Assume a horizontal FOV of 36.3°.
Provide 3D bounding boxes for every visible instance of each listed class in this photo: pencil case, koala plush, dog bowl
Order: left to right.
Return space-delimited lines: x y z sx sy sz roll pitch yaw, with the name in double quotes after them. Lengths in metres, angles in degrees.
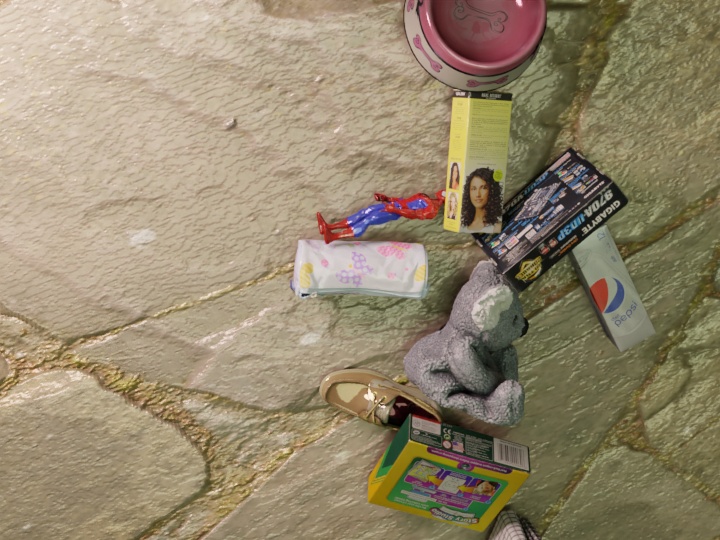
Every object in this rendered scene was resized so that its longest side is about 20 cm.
0.000 0.000 1.590 0.199 0.091 0.083 0 130 -9 "pencil case"
0.171 0.092 1.606 0.183 0.177 0.201 16 109 -1 "koala plush"
0.161 -0.346 1.480 0.199 0.074 0.201 0 88 -8 "dog bowl"

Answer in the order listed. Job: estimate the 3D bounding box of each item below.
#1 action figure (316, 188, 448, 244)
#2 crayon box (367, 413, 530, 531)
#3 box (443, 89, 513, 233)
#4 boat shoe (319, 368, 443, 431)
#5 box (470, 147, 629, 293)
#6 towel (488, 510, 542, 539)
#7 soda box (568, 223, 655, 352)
0.040 -0.086 1.580 0.199 0.065 0.052 -12 111 -10 "action figure"
0.134 0.314 1.691 0.199 0.058 0.173 17 133 -12 "crayon box"
0.166 -0.155 1.562 0.075 0.050 0.201 -2 100 -25 "box"
0.037 0.202 1.674 0.199 0.066 0.074 13 106 -11 "boat shoe"
0.264 -0.074 1.564 0.200 0.159 0.046 -41 115 6 "box"
0.243 0.505 1.746 0.085 0.166 0.201 16 106 -15 "towel"
0.371 0.019 1.657 0.063 0.068 0.200 -28 110 3 "soda box"
